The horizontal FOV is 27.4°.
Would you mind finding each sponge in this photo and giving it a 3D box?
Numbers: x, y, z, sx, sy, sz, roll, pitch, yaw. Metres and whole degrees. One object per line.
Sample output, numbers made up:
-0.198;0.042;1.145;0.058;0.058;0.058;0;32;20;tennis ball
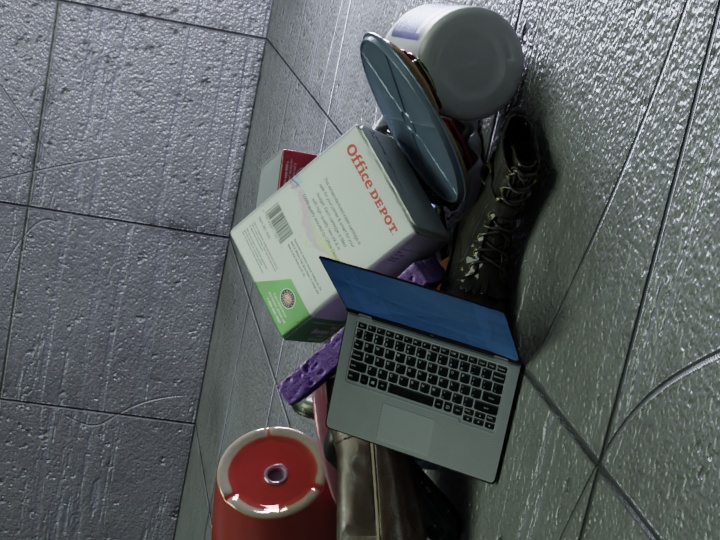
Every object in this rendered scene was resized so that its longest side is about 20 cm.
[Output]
0.003;0.062;1.542;0.200;0.030;0.112;-41;-5;14;sponge

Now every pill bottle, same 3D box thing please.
0.092;-0.232;1.623;0.200;0.119;0.120;-141;61;-71;pill bottle

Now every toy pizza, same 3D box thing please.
0.062;-0.160;1.523;0.201;0.032;0.200;58;172;13;toy pizza

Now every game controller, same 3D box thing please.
0.031;0.229;1.585;0.200;0.042;0.105;48;148;26;game controller

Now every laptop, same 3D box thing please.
0.047;0.097;1.404;0.116;0.186;0.201;-21;-55;-65;laptop

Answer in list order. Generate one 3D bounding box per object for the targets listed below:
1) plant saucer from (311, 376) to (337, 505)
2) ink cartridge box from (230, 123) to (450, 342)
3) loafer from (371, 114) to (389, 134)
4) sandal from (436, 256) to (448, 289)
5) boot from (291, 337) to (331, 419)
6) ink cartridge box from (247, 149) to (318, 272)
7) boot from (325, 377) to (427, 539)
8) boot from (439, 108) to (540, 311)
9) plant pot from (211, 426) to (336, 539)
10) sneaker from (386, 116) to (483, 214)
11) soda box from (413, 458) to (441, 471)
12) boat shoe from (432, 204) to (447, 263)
-0.018;0.201;1.872;0.201;0.051;0.202;-10;-90;-85;plant saucer
-0.022;-0.037;1.590;0.200;0.084;0.145;-38;66;23;ink cartridge box
0.039;-0.157;1.767;0.070;0.075;0.200;-44;1;45;loafer
0.050;0.028;1.621;0.207;0.059;0.079;-41;36;27;sandal
-0.040;0.114;2.031;0.200;0.067;0.131;-61;-15;-67;boot
-0.026;-0.058;1.881;0.145;0.199;0.146;160;118;-73;ink cartridge box
0.056;0.198;1.505;0.064;0.185;0.201;33;-132;-64;boot
0.132;-0.042;1.457;0.175;0.069;0.201;111;164;-46;boot
-0.105;0.309;1.901;0.178;0.199;0.201;87;180;-47;plant pot
0.074;-0.149;1.684;0.201;0.113;0.076;-95;19;-46;sneaker
0.060;0.124;1.665;0.064;0.068;0.201;110;164;-45;soda box
0.063;-0.054;1.718;0.200;0.072;0.073;-93;-6;-66;boat shoe
